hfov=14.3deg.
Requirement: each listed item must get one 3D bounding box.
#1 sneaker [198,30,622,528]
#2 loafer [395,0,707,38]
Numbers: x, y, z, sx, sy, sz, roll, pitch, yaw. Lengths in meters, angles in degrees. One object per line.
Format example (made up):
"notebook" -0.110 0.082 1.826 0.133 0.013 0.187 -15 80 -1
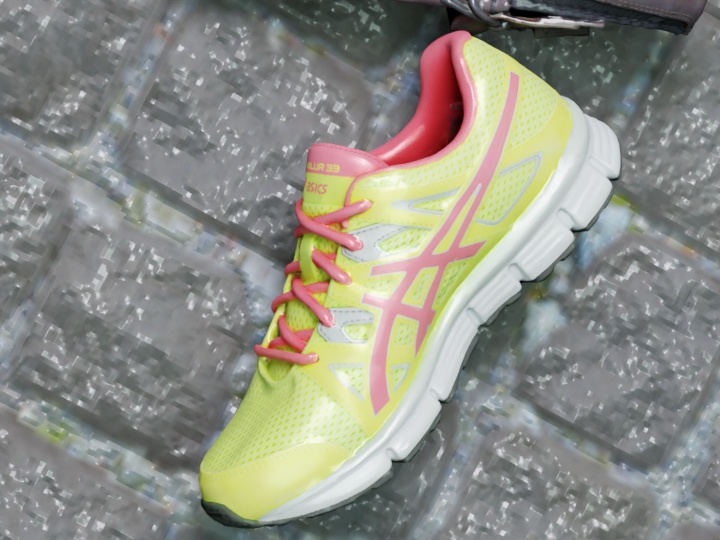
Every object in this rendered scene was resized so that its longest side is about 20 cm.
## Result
"sneaker" 0.000 0.000 0.997 0.090 0.078 0.200 46 72 -26
"loafer" 0.026 -0.113 1.017 0.199 0.072 0.063 17 108 -6
